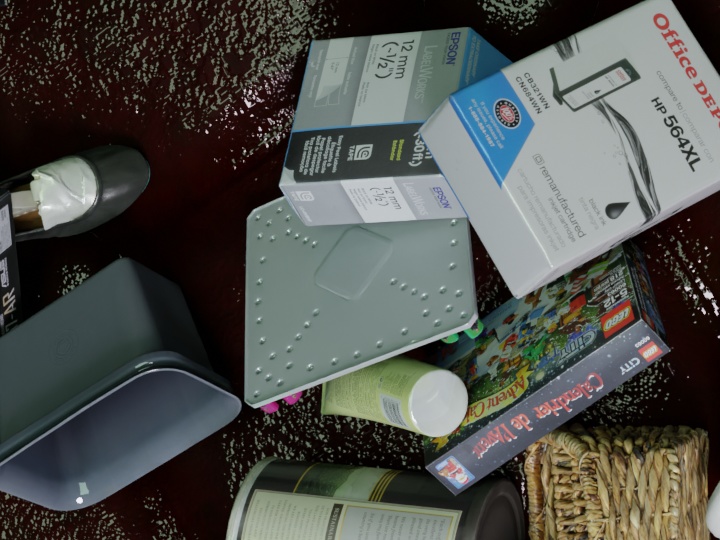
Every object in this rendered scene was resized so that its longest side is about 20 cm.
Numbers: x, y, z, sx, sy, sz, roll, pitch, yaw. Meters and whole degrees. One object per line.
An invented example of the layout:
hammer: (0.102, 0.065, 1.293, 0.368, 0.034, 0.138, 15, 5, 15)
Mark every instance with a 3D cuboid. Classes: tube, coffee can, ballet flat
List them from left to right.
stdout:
ballet flat: (-0.278, -0.057, 1.522, 0.200, 0.068, 0.068, -19, 84, 21)
coffee can: (0.013, 0.226, 1.380, 0.200, 0.146, 0.147, 3, 94, 21)
tube: (0.014, 0.088, 1.379, 0.052, 0.200, 0.058, 46, 74, -22)

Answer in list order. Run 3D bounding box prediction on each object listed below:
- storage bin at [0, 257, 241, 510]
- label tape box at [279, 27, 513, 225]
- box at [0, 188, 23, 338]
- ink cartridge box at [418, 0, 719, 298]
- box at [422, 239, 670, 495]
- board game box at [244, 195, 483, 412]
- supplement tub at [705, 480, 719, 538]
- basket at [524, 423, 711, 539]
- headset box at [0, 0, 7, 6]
storage bin: (-0.211, 0.092, 1.479, 0.200, 0.146, 0.134, -31, 55, 19)
label tape box: (0.050, -0.113, 1.355, 0.200, 0.066, 0.143, -3, 56, 24)
box: (-0.373, 0.004, 1.532, 0.160, 0.044, 0.200, 17, 126, 20)
ink cartridge box: (0.168, -0.093, 1.276, 0.200, 0.084, 0.146, -28, 82, -21)
box: (0.133, 0.066, 1.331, 0.200, 0.137, 0.038, -37, 115, 19)
board game box: (0.000, 0.000, 1.378, 0.200, 0.026, 0.200, -22, 47, 22)
supplement tub: (0.359, 0.179, 1.243, 0.200, 0.140, 0.140, 35, 105, 16)
basket: (0.179, 0.218, 1.316, 0.149, 0.143, 0.200, -1, 93, 21)
headset box: (-0.438, -0.267, 1.518, 0.200, 0.174, 0.093, -3, 93, 23)
